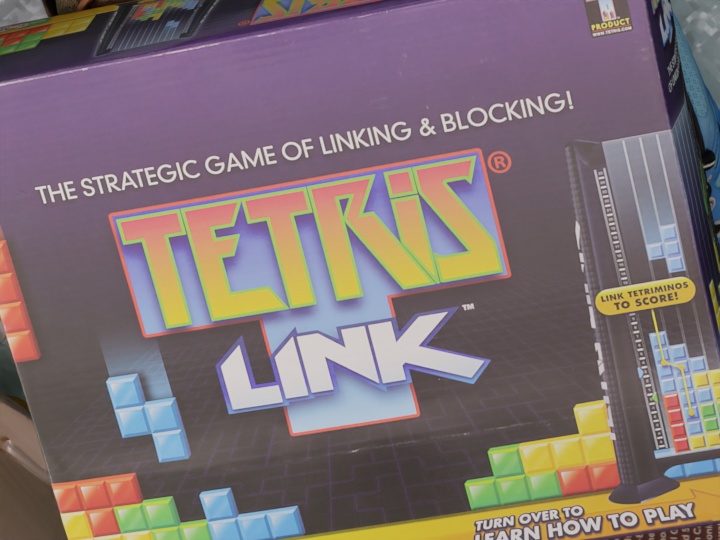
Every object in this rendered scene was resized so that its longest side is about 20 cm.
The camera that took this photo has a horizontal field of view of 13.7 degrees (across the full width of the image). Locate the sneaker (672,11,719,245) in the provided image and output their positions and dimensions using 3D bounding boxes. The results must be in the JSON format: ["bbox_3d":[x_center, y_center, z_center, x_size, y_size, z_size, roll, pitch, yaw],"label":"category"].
[{"bbox_3d":[0.079,-0.025,0.895,0.078,0.090,0.200,-24,111,13],"label":"sneaker"}]

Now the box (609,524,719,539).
[{"bbox_3d":[0.106,0.095,0.936,0.199,0.100,0.075,1,72,0],"label":"box"}]

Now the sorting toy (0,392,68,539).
[{"bbox_3d":[-0.134,0.150,0.935,0.180,0.107,0.200,-42,87,13],"label":"sorting toy"}]

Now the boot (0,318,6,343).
[{"bbox_3d":[-0.152,-0.076,0.903,0.164,0.066,0.201,-11,109,6],"label":"boot"}]

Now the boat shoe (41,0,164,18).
[{"bbox_3d":[-0.058,-0.076,0.875,0.200,0.072,0.072,34,77,-14],"label":"boat shoe"}]

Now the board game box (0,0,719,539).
[{"bbox_3d":[0.000,0.000,0.839,0.199,0.057,0.166,-10,112,14],"label":"board game box"}]
